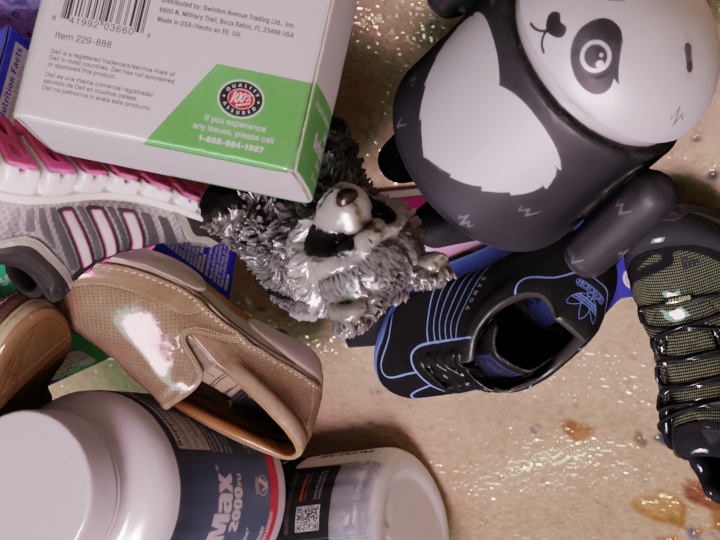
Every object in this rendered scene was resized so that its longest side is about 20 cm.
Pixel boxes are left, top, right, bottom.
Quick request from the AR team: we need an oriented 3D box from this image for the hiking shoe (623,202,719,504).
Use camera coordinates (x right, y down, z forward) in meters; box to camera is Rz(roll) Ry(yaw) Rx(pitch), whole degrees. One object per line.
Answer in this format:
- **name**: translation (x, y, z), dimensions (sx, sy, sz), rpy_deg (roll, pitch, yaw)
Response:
- **hiking shoe**: translation (0.198, 0.054, 1.399), dimensions (0.075, 0.101, 0.200), rpy_deg (-14, 127, 17)

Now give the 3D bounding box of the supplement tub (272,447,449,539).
- **supplement tub**: translation (-0.053, 0.183, 1.595), dimensions (0.199, 0.123, 0.123), rpy_deg (-9, 127, 26)

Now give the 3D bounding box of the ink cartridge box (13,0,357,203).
- **ink cartridge box**: translation (-0.074, -0.150, 1.251), dimensions (0.145, 0.201, 0.084), rpy_deg (12, 172, 9)

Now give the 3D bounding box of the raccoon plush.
- **raccoon plush**: translation (0.000, 0.000, 1.349), dimensions (0.134, 0.097, 0.200), rpy_deg (48, 179, 28)

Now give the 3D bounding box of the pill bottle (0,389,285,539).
- **pill bottle**: translation (-0.140, 0.131, 1.464), dimensions (0.119, 0.120, 0.200), rpy_deg (-10, 171, 27)

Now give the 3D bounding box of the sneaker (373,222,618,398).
- **sneaker**: translation (0.067, 0.037, 1.400), dimensions (0.070, 0.078, 0.200), rpy_deg (36, 138, -16)

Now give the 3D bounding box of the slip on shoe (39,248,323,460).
- **slip on shoe**: translation (-0.106, 0.048, 1.437), dimensions (0.200, 0.061, 0.076), rpy_deg (32, 135, -32)

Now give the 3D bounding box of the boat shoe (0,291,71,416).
- **boat shoe**: translation (-0.217, 0.052, 1.444), dimensions (0.072, 0.072, 0.200), rpy_deg (42, 160, 7)

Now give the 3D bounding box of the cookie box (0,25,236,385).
- **cookie box**: translation (-0.198, -0.030, 1.459), dimensions (0.171, 0.075, 0.200), rpy_deg (-24, 133, 34)

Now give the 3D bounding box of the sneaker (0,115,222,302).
- **sneaker**: translation (-0.152, -0.027, 1.342), dimensions (0.074, 0.200, 0.088), rpy_deg (44, 115, 34)

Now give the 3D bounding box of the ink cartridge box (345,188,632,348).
- **ink cartridge box**: translation (0.071, -0.005, 1.445), dimensions (0.199, 0.037, 0.095), rpy_deg (-6, 128, 22)

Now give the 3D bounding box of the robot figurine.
- **robot figurine**: translation (0.095, -0.088, 1.297), dimensions (0.150, 0.125, 0.200), rpy_deg (37, 133, -14)

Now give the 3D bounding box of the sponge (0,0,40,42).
- **sponge**: translation (-0.192, -0.172, 1.391), dimensions (0.111, 0.030, 0.200), rpy_deg (-11, 126, 29)
